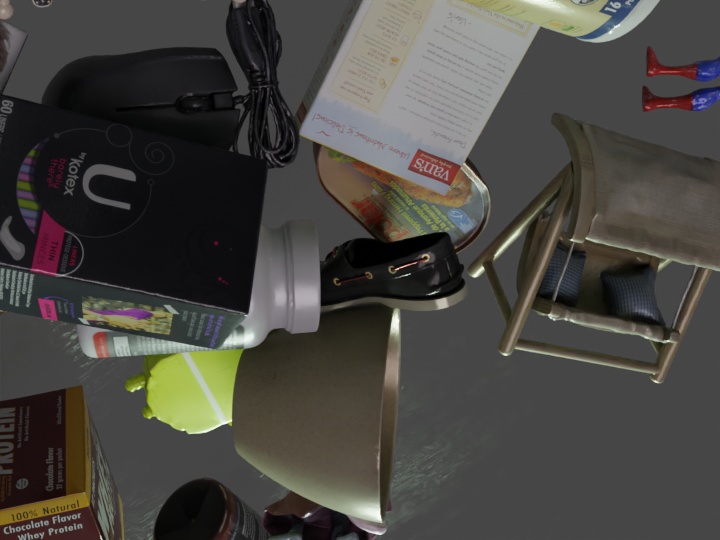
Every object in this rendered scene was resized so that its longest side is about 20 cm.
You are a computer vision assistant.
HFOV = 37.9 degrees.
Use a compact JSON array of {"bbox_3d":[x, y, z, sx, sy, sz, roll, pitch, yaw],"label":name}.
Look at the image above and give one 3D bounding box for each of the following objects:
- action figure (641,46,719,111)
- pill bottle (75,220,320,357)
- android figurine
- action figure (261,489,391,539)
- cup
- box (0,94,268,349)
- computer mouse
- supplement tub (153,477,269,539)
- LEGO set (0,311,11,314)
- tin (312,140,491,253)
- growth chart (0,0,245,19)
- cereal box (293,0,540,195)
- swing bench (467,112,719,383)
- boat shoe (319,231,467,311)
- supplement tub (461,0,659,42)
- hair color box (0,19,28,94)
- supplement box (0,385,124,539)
[{"bbox_3d":[0.353,-0.187,0.931,0.197,0.100,0.066,4,138,11],"label":"action figure"},{"bbox_3d":[-0.136,0.010,0.884,0.197,0.117,0.117,-2,132,-10],"label":"pill bottle"},{"bbox_3d":[-0.134,0.095,1.048,0.198,0.041,0.183,-23,135,0],"label":"android figurine"},{"bbox_3d":[-0.021,0.219,1.112,0.133,0.200,0.150,36,128,3],"label":"action figure"},{"bbox_3d":[-0.040,0.125,0.975,0.141,0.202,0.202,3,133,6],"label":"cup"},{"bbox_3d":[-0.177,-0.029,0.755,0.197,0.124,0.106,12,158,-17],"label":"box"},{"bbox_3d":[-0.153,-0.131,0.799,0.197,0.053,0.141,-10,99,2],"label":"computer mouse"},{"bbox_3d":[-0.145,0.330,1.215,0.106,0.108,0.201,-28,133,10],"label":"supplement tub"},{"bbox_3d":[-0.331,-0.009,0.831,0.152,0.117,0.201,-20,128,6],"label":"LEGO set"},{"bbox_3d":[0.038,-0.083,0.942,0.112,0.042,0.200,-38,130,13],"label":"tin"},{"bbox_3d":[-0.151,-0.239,0.712,0.197,0.018,0.146,-7,139,-19],"label":"growth chart"},{"bbox_3d":[0.052,-0.173,0.829,0.142,0.040,0.202,20,113,-23],"label":"cereal box"},{"bbox_3d":[0.240,-0.018,0.996,0.196,0.131,0.201,10,127,-24],"label":"swing bench"},{"bbox_3d":[0.001,-0.001,0.951,0.199,0.074,0.064,-3,113,34],"label":"boat shoe"},{"bbox_3d":[0.105,-0.247,0.703,0.197,0.145,0.145,11,128,-22],"label":"supplement tub"},{"bbox_3d":[-0.324,-0.099,0.736,0.099,0.060,0.202,24,87,-34],"label":"hair color box"},{"bbox_3d":[-0.353,0.248,1.059,0.194,0.134,0.202,-10,134,-7],"label":"supplement box"}]
